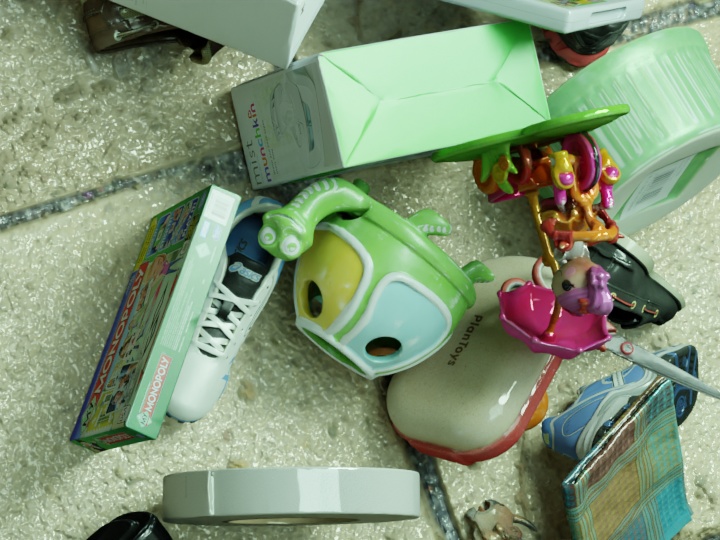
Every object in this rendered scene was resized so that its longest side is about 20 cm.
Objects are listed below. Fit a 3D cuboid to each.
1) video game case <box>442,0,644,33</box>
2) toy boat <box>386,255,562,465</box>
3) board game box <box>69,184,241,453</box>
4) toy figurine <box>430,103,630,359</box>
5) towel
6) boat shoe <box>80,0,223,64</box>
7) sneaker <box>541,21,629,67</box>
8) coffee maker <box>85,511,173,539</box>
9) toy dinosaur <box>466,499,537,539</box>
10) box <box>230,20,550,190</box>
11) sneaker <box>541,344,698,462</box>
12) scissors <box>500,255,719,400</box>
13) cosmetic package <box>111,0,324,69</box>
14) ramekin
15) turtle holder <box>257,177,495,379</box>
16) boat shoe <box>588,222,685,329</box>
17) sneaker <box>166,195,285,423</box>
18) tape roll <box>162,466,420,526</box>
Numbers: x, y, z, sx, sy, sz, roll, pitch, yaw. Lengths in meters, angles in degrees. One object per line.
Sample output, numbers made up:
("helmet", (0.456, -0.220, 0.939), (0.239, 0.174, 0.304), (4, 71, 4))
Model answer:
("video game case", (0.116, -0.237, 1.675), (0.182, 0.200, 0.022), (-21, 126, -61))
("toy boat", (0.121, 0.089, 1.705), (0.200, 0.130, 0.131), (-59, 138, -22))
("board game box", (-0.160, 0.040, 1.549), (0.029, 0.135, 0.200), (25, 70, -21))
("toy figurine", (0.160, -0.023, 1.568), (0.150, 0.200, 0.184), (-13, 90, -27))
("towel", (0.232, 0.199, 1.712), (0.147, 0.022, 0.200), (-45, 142, -25))
("boat shoe", (-0.129, -0.205, 1.644), (0.202, 0.075, 0.075), (-3, 82, -15))
("sneaker", (0.171, -0.276, 1.790), (0.071, 0.098, 0.201), (-44, 100, -24))
("coffee maker", (-0.141, 0.283, 1.533), (0.200, 0.135, 0.192), (53, 44, -11))
("toy dinosaur", (0.119, 0.300, 1.676), (0.135, 0.086, 0.200), (-12, 92, -35))
("box", (0.021, -0.138, 1.645), (0.200, 0.176, 0.097), (-13, 91, -28))
("sneaker", (0.236, 0.112, 1.767), (0.200, 0.077, 0.076), (-26, 117, -47))
("scissors", (0.203, 0.064, 1.636), (0.200, 0.014, 0.073), (41, 68, 6))
("cosmetic package", (-0.123, -0.252, 1.571), (0.200, 0.081, 0.113), (24, 52, 5))
("ramekin", (0.237, -0.110, 1.725), (0.200, 0.200, 0.098), (-21, 69, -28))
("turtle holder", (0.009, 0.007, 1.617), (0.141, 0.186, 0.132), (32, 81, 25))
("boat shoe", (0.232, 0.016, 1.748), (0.074, 0.201, 0.063), (34, 90, 25))
("sneaker", (-0.112, 0.027, 1.607), (0.072, 0.072, 0.200), (26, 69, -10))
("tape roll", (-0.054, 0.176, 1.541), (0.202, 0.203, 0.037), (3, 80, -26))
